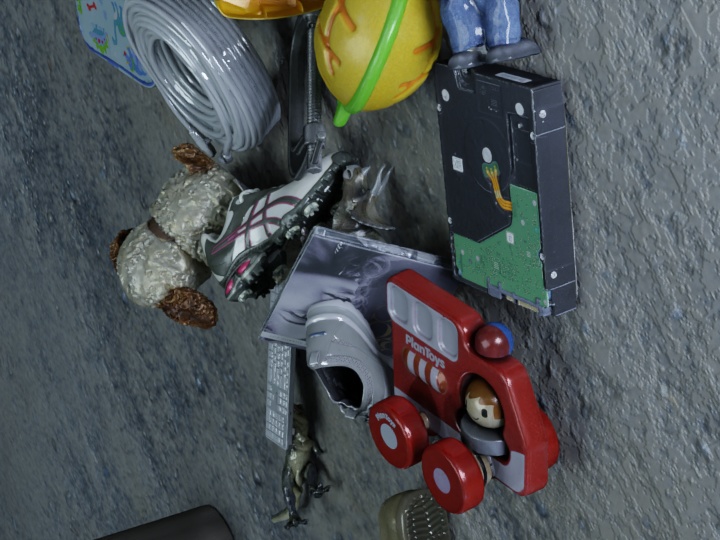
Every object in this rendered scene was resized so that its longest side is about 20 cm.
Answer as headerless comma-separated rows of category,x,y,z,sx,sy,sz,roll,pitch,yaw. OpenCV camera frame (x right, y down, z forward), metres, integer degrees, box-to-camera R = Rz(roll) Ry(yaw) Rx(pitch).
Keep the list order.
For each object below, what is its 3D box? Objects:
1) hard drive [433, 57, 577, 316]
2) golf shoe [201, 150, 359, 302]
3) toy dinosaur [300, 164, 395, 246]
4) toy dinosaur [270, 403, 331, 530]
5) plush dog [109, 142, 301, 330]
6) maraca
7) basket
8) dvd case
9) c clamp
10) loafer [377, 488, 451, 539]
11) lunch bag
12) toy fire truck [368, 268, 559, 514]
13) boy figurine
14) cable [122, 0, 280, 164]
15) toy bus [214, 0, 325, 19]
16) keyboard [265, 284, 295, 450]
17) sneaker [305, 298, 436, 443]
hard drive,0.122,-0.072,1.429,0.140,0.038,0.200,24,126,54
golf shoe,-0.086,-0.058,1.689,0.200,0.077,0.088,-46,71,22
toy dinosaur,0.000,0.000,1.640,0.077,0.102,0.200,-81,-22,-54
toy dinosaur,-0.071,0.242,1.946,0.088,0.047,0.200,-114,28,-49
plush dog,-0.187,-0.032,1.816,0.200,0.172,0.160,39,180,44
maraca,0.010,-0.197,1.481,0.200,0.107,0.137,136,155,-73
basket,-0.273,0.395,2.240,0.136,0.200,0.180,65,150,13
dvd case,-0.001,0.031,1.613,0.200,0.148,0.016,121,159,-55
c clamp,-0.046,-0.173,1.605,0.171,0.027,0.200,117,154,-64
loafer,0.060,0.316,1.742,0.067,0.076,0.200,11,106,59
lunch bag,-0.251,-0.299,1.909,0.200,0.082,0.161,34,134,48
toy fire truck,0.090,0.105,1.506,0.200,0.112,0.168,34,138,47
boy figurine,0.081,-0.261,1.352,0.124,0.064,0.200,-7,99,42
cable,-0.161,-0.212,1.749,0.200,0.069,0.200,53,163,-8
toy bus,-0.099,-0.350,1.582,0.192,0.135,0.200,-131,33,-64
keyboard,-0.089,0.096,1.890,0.056,0.011,0.200,19,110,55
sneaker,0.003,0.119,1.632,0.075,0.082,0.200,-17,130,35
